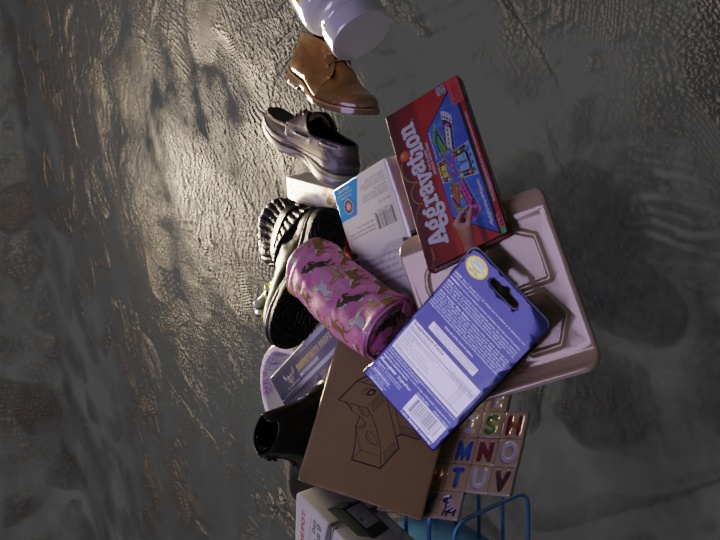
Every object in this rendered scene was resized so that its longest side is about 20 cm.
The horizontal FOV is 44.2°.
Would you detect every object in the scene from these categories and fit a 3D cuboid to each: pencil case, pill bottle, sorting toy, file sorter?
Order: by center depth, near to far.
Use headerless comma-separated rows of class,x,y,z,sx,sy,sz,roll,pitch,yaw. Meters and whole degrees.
sorting toy,0.151,0.033,0.981,0.183,0.036,0.204,-21,84,28
pencil case,-0.016,0.032,1.091,0.199,0.085,0.084,35,130,45
pill bottle,-0.043,-0.366,1.101,0.202,0.110,0.111,61,145,20
file sorter,0.107,0.321,1.137,0.199,0.137,0.125,17,113,53

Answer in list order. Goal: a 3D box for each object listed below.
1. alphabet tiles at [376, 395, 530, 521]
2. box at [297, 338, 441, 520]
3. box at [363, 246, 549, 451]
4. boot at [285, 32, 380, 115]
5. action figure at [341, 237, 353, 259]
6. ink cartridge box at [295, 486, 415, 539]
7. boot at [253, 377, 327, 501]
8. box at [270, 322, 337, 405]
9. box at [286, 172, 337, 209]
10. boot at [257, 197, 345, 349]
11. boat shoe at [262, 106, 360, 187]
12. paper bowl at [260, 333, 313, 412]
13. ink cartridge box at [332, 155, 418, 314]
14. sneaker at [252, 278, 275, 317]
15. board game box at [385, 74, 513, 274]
alphabet tiles,0.113,0.218,1.074,0.198,0.008,0.170,-9,53,46
box,0.025,0.181,1.084,0.021,0.160,0.204,61,-136,-71
box,0.106,0.085,0.970,0.121,0.032,0.201,47,113,16
boot,-0.037,-0.262,1.182,0.200,0.073,0.077,42,126,44
action figure,0.000,0.000,1.230,0.066,0.051,0.203,-57,43,47
ink cartridge box,-0.001,0.379,1.115,0.199,0.083,0.149,29,123,50
boot,-0.095,0.238,1.157,0.077,0.137,0.203,31,121,33
box,-0.026,0.159,1.202,0.200,0.048,0.160,-47,66,39
box,-0.040,-0.106,1.272,0.199,0.041,0.039,20,120,52
boot,-0.106,0.000,1.261,0.157,0.079,0.214,10,73,53
boat shoe,-0.064,-0.191,1.257,0.199,0.074,0.074,38,124,32
paper bowl,-0.064,0.198,1.375,0.199,0.103,0.205,25,122,49
ink cartridge box,0.057,-0.032,1.111,0.145,0.083,0.204,-21,87,58
sneaker,-0.107,0.033,1.401,0.200,0.075,0.076,-48,62,52
board game box,0.096,-0.109,0.995,0.102,0.019,0.203,-27,64,27
